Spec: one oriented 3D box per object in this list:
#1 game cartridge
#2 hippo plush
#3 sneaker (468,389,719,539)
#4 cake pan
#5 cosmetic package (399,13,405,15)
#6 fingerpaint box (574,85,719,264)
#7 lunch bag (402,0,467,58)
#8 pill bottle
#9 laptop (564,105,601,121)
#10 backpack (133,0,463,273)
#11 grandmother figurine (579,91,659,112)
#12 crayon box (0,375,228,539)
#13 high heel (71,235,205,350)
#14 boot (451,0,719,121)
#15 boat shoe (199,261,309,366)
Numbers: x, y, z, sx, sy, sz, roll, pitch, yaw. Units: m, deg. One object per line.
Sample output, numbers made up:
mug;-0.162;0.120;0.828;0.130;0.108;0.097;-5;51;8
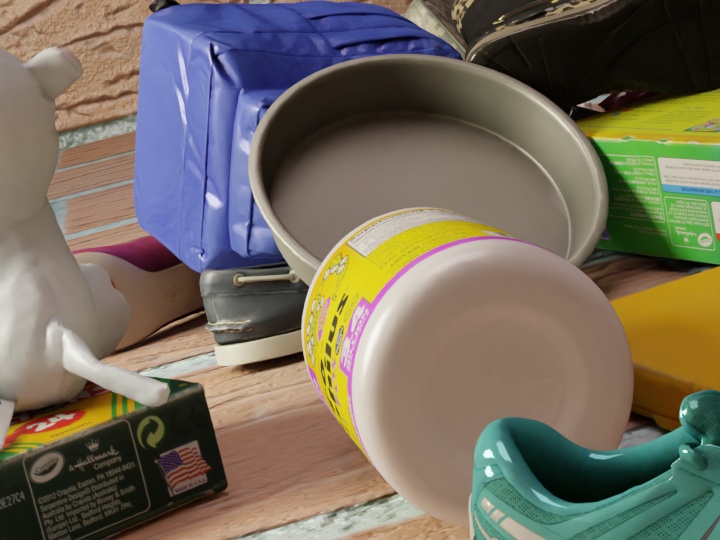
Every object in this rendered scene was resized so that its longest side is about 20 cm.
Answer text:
game cartridge;0.188;0.026;0.841;0.175;0.033;0.200;-17;13;-16
hippo plush;-0.188;-0.015;0.892;0.158;0.162;0.200;-15;9;-9
sneaker;0.115;0.068;0.537;0.199;0.080;0.077;-7;11;31
cake pan;0.036;-0.041;1.104;0.198;0.037;0.201;4;46;-4
cosmetic package;0.062;-0.200;2.044;0.198;0.124;0.200;-14;8;-5
fingerpaint box;0.228;-0.061;1.134;0.166;0.074;0.199;-19;15;-28
lunch bag;0.045;-0.114;1.538;0.168;0.139;0.200;-46;-1;17
pill bottle;0.033;0.031;0.800;0.103;0.105;0.200;-15;9;-8
laptop;0.154;-0.045;1.359;0.200;0.116;0.187;-41;2;15
backpack;-0.023;-0.077;1.262;0.199;0.164;0.168;-8;30;-34
grandmother figurine;0.237;-0.138;1.651;0.199;0.061;0.121;-21;-16;-25
crayon box;-0.165;0.088;0.915;0.126;0.051;0.199;-20;11;-32
high heel;-0.152;0.008;1.306;0.198;0.068;0.096;-2;13;-26
boot;0.151;-0.155;1.233;0.198;0.074;0.151;-16;23;0
boat shoe;0.000;0.000;1.153;0.199;0.062;0.075;-17;8;-20
